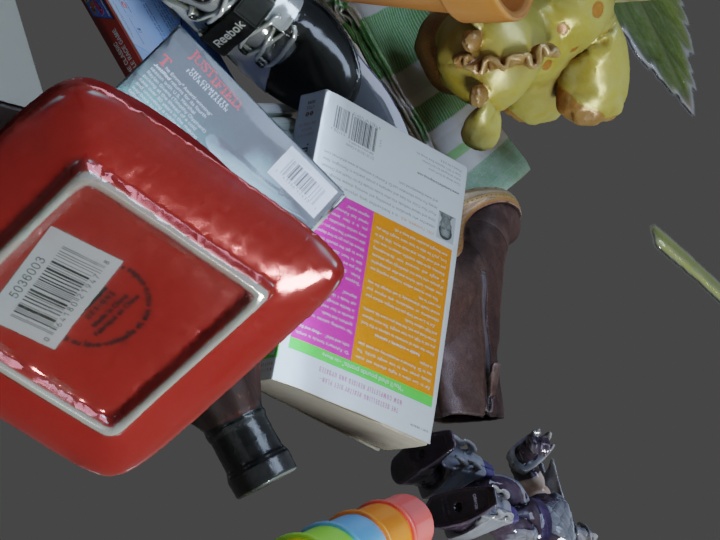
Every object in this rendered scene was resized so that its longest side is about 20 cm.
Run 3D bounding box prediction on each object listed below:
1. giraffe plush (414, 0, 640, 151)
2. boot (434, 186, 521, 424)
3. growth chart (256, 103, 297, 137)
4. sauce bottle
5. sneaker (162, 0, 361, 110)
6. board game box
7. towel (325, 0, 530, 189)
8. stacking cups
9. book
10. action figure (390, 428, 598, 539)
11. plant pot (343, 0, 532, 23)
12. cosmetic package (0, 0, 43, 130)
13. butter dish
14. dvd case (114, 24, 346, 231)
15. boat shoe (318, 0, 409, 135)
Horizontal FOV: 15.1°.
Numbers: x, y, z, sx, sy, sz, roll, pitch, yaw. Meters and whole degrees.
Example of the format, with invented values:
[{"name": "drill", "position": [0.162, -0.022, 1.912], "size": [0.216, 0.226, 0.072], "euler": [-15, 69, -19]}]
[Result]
[{"name": "giraffe plush", "position": [0.115, -0.171, 2.059], "size": [0.162, 0.200, 0.173], "euler": [-29, 93, -36]}, {"name": "boot", "position": [0.074, 0.027, 1.937], "size": [0.200, 0.072, 0.166], "euler": [0, 77, -65]}, {"name": "growth chart", "position": [-0.040, -0.032, 1.830], "size": [0.145, 0.018, 0.200], "euler": [2, 61, -58]}, {"name": "sauce bottle", "position": [-0.100, 0.038, 1.607], "size": [0.200, 0.066, 0.066], "euler": [60, 27, 5]}, {"name": "sneaker", "position": [-0.086, -0.173, 1.781], "size": [0.200, 0.074, 0.089], "euler": [46, 24, 8]}, {"name": "board game box", "position": [-0.125, -0.139, 1.772], "size": [0.103, 0.019, 0.200], "euler": [-3, 59, -59]}, {"name": "towel", "position": [0.056, -0.141, 2.094], "size": [0.200, 0.023, 0.153], "euler": [56, 27, -4]}, {"name": "stacking cups", "position": [-0.008, 0.170, 1.633], "size": [0.061, 0.060, 0.200], "euler": [61, 28, 4]}, {"name": "book", "position": [0.000, 0.000, 1.755], "size": [0.134, 0.048, 0.200], "euler": [28, 63, -38]}, {"name": "action figure", "position": [0.108, 0.166, 1.827], "size": [0.200, 0.069, 0.130], "euler": [26, 37, -51]}, {"name": "plant pot", "position": [0.035, -0.266, 1.913], "size": [0.200, 0.140, 0.200], "euler": [-6, 90, -72]}, {"name": "cosmetic package", "position": [-0.254, -0.152, 1.501], "size": [0.073, 0.104, 0.200], "euler": [15, 49, -52]}, {"name": "butter dish", "position": [-0.143, -0.022, 1.456], "size": [0.199, 0.200, 0.148], "euler": [34, 26, -29]}, {"name": "dvd case", "position": [-0.117, -0.031, 1.574], "size": [0.146, 0.022, 0.200], "euler": [45, 59, -6]}, {"name": "boat shoe", "position": [-0.013, -0.125, 1.886], "size": [0.200, 0.071, 0.070], "euler": [54, 26, 19]}]
